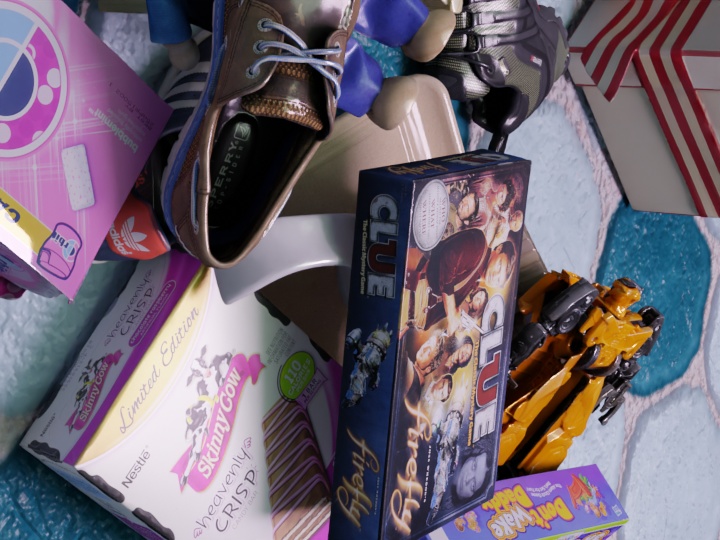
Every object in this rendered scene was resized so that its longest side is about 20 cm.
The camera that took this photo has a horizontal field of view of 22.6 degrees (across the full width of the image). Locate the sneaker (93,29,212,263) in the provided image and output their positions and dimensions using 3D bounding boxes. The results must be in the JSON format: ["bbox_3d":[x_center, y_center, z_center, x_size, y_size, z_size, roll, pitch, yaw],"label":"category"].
[{"bbox_3d":[-0.075,-0.071,0.969,0.200,0.084,0.075,-51,130,-33],"label":"sneaker"}]

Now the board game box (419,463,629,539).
[{"bbox_3d":[0.060,0.185,1.125,0.199,0.135,0.045,-2,53,-49],"label":"board game box"}]

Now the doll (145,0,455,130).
[{"bbox_3d":[-0.046,-0.152,0.888,0.200,0.048,0.137,29,90,-30],"label":"doll"}]

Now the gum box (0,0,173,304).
[{"bbox_3d":[-0.186,-0.082,0.840,0.200,0.066,0.114,44,61,-37],"label":"gum box"}]

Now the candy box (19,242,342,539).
[{"bbox_3d":[-0.069,0.095,0.987,0.200,0.061,0.137,43,70,-35],"label":"candy box"}]

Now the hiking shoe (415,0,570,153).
[{"bbox_3d":[0.070,-0.160,1.136,0.200,0.075,0.101,51,54,-41],"label":"hiking shoe"}]

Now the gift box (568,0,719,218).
[{"bbox_3d":[0.265,-0.147,1.286,0.200,0.184,0.187,-59,136,-35],"label":"gift box"}]

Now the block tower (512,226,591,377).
[{"bbox_3d":[0.100,0.012,1.193,0.054,0.058,0.200,-105,170,-54],"label":"block tower"}]

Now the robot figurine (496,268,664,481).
[{"bbox_3d":[0.106,0.079,1.148,0.200,0.058,0.145,-53,145,13],"label":"robot figurine"}]

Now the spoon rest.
[{"bbox_3d":[0.000,0.000,0.987,0.200,0.060,0.100,8,63,-57],"label":"spoon rest"}]

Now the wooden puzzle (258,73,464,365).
[{"bbox_3d":[-0.011,0.004,1.075,0.200,0.037,0.186,-31,118,-27],"label":"wooden puzzle"}]

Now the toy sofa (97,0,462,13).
[{"bbox_3d":[-0.041,-0.187,0.969,0.199,0.083,0.098,-7,102,-36],"label":"toy sofa"}]

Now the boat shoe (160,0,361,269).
[{"bbox_3d":[-0.036,-0.091,0.848,0.072,0.072,0.201,10,112,-22],"label":"boat shoe"}]

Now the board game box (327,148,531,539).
[{"bbox_3d":[0.038,0.041,0.972,0.135,0.034,0.201,-16,114,-58],"label":"board game box"}]
